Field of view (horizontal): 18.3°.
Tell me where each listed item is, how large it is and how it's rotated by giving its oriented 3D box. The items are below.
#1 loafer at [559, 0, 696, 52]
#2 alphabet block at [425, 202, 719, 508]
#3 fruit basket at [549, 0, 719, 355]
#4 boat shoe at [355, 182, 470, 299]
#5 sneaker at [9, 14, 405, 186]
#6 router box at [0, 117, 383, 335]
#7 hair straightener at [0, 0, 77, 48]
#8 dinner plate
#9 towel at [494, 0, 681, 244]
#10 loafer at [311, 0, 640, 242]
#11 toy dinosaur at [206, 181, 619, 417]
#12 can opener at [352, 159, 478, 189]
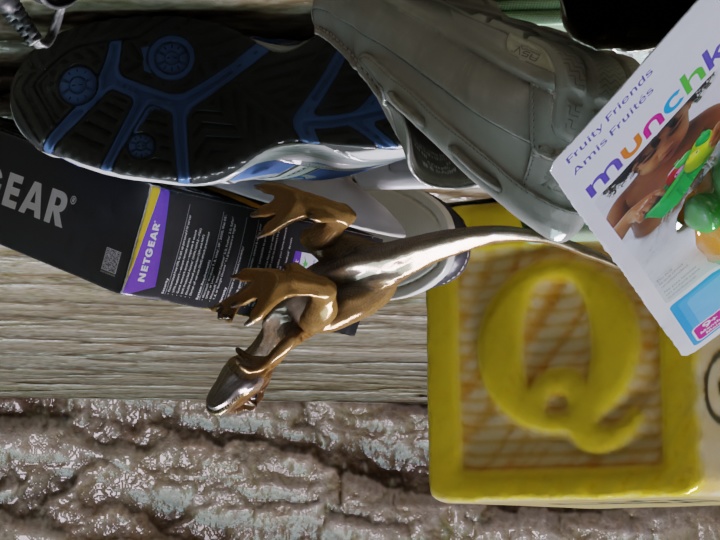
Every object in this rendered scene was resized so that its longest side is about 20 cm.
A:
[{"bbox_3d":[0.093,-0.103,0.740,0.076,0.068,0.200,-3,172,18],"label":"loafer"},{"bbox_3d":[0.174,0.057,1.454,0.196,0.196,0.200,-8,169,33],"label":"alphabet block"},{"bbox_3d":[0.147,-0.060,0.662,0.094,0.185,0.200,43,180,21],"label":"fruit basket"},{"bbox_3d":[0.015,-0.015,1.356,0.060,0.074,0.200,5,174,-31],"label":"boat shoe"},{"bbox_3d":[-0.051,-0.066,0.971,0.199,0.076,0.077,2,168,-6],"label":"sneaker"},{"bbox_3d":[-0.114,-0.027,1.072,0.200,0.052,0.157,20,-175,42],"label":"router box"},{"bbox_3d":[-0.127,-0.107,0.795,0.077,0.041,0.200,-1,172,8],"label":"hair straightener"},{"bbox_3d":[-0.071,-0.055,1.085,0.200,0.024,0.200,16,-176,-1],"label":"dinner plate"},{"bbox_3d":[0.153,-0.062,0.903,0.199,0.031,0.149,-3,135,14],"label":"towel"},{"bbox_3d":[0.031,-0.066,0.816,0.070,0.070,0.200,10,-167,-26],"label":"loafer"},{"bbox_3d":[0.000,0.000,0.975,0.200,0.061,0.106,-26,149,28],"label":"toy dinosaur"},{"bbox_3d":[0.087,-0.067,1.057,0.199,0.053,0.066,0,171,-2],"label":"can opener"}]
